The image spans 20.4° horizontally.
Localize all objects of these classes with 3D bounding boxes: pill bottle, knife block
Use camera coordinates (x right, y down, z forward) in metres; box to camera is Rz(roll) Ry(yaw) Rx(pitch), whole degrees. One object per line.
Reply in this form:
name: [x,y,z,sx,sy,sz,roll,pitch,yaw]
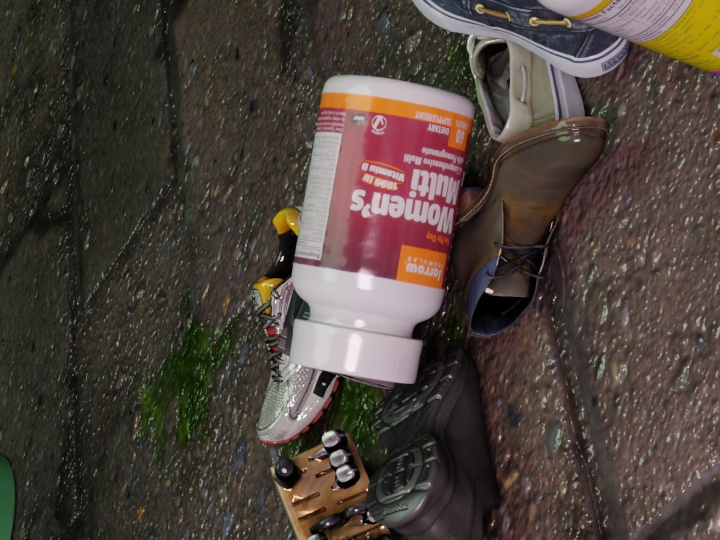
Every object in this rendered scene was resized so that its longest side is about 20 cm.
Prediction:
pill bottle: [0.169,-0.192,1.206,0.104,0.199,0.105,-38,44,48]
pill bottle: [0.011,-0.028,1.387,0.109,0.109,0.202,8,88,62]
knife block: [-0.028,0.151,1.430,0.200,0.064,0.177,-119,9,-55]

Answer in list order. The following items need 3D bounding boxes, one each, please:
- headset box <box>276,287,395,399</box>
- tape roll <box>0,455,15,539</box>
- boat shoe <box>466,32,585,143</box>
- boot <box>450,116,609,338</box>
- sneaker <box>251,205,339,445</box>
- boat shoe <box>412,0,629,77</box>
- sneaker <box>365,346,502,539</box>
headset box: [0.000,0.000,1.516,0.149,0.074,0.202,-167,93,-79]
tape roll: [-0.452,0.303,2.262,0.200,0.048,0.202,-38,44,49]
boat shoe: [0.110,-0.158,1.446,0.072,0.062,0.201,-55,33,31]
boot: [0.119,-0.028,1.365,0.200,0.074,0.098,135,134,-59]
sneaker: [-0.058,0.043,1.631,0.078,0.082,0.202,-4,73,61]
boat shoe: [0.102,-0.210,1.393,0.200,0.091,0.071,28,64,39]
sneaker: [0.057,0.132,1.375,0.076,0.091,0.201,-32,23,28]
